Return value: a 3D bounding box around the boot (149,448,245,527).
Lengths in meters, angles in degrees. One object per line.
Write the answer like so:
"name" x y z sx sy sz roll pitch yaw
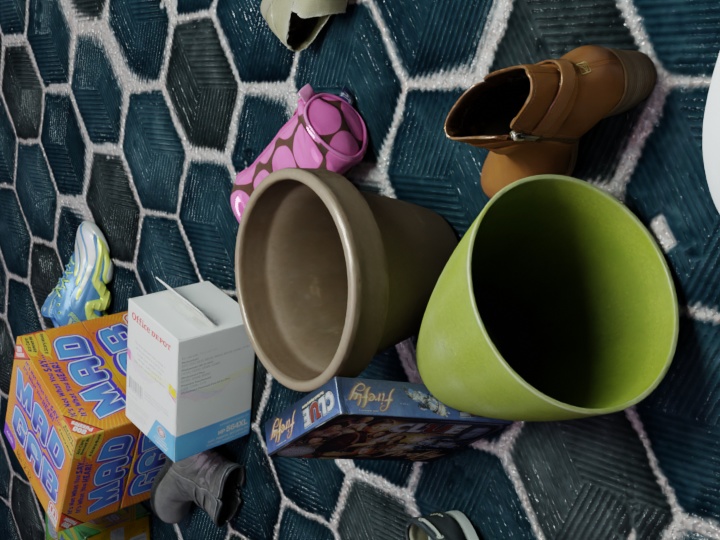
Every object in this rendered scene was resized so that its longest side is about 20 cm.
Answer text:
"boot" -0.232 0.322 1.402 0.131 0.069 0.202 40 133 30

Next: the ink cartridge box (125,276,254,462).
"ink cartridge box" -0.220 0.115 1.280 0.128 0.124 0.203 30 122 41

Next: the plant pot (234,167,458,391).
"plant pot" 0.000 0.000 0.939 0.199 0.173 0.204 12 106 50

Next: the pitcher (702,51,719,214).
"pitcher" 0.297 -0.119 0.612 0.170 0.120 0.204 -9 82 41

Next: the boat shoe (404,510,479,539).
"boat shoe" 0.103 0.317 0.955 0.200 0.059 0.077 50 131 53

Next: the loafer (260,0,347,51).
"loafer" -0.037 -0.293 0.993 0.069 0.075 0.200 65 149 11

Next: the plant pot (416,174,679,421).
"plant pot" 0.129 0.049 0.824 0.190 0.185 0.200 67 153 12

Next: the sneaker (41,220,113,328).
"sneaker" -0.446 0.028 1.543 0.075 0.104 0.204 13 111 47

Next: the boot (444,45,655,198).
"boot" 0.124 -0.105 0.781 0.199 0.154 0.078 -32 76 49

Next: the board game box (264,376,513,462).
"board game box" 0.027 0.145 0.933 0.135 0.197 0.035 -38 52 48

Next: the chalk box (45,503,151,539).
"chalk box" -0.449 0.431 1.645 0.199 0.123 0.127 22 116 45

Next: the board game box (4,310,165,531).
"board game box" -0.381 0.213 1.444 0.200 0.198 0.202 47 133 31

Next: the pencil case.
"pencil case" -0.073 -0.112 1.073 0.093 0.091 0.200 39 136 -10
